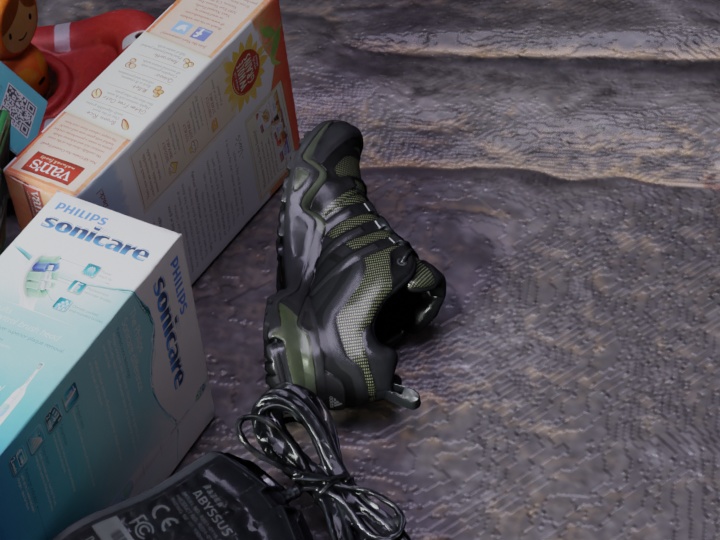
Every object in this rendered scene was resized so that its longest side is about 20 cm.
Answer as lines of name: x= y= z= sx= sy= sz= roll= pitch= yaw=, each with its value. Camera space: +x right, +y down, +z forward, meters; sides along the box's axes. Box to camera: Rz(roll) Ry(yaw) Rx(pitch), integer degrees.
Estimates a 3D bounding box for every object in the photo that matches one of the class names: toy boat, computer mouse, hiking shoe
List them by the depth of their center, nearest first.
computer mouse: x=-0.079 y=0.152 z=1.008 sx=0.199 sy=0.053 sz=0.139 roll=-23 pitch=64 yaw=-26
hiking shoe: x=0.000 y=0.000 z=1.152 sx=0.100 sy=0.076 sz=0.201 roll=5 pitch=55 yaw=1
toy boat: x=-0.217 y=-0.127 z=1.255 sx=0.198 sy=0.131 sz=0.131 roll=-7 pitch=45 yaw=1

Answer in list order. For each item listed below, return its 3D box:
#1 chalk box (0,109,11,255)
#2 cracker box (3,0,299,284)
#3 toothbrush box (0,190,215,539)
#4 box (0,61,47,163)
chalk box: x=-0.263 y=-0.018 z=1.089 sx=0.123 sy=0.201 sz=0.125 roll=9 pitch=45 yaw=-2
cracker box: x=-0.116 y=-0.062 z=1.175 sx=0.057 sy=0.135 sz=0.200 roll=20 pitch=51 yaw=25
toothbrush box: x=-0.166 y=0.083 z=1.029 sx=0.085 sy=0.147 sz=0.200 roll=19 pitch=51 yaw=23
box: x=-0.284 y=-0.072 z=1.177 sx=0.199 sy=0.082 sz=0.049 roll=-21 pitch=42 yaw=34
